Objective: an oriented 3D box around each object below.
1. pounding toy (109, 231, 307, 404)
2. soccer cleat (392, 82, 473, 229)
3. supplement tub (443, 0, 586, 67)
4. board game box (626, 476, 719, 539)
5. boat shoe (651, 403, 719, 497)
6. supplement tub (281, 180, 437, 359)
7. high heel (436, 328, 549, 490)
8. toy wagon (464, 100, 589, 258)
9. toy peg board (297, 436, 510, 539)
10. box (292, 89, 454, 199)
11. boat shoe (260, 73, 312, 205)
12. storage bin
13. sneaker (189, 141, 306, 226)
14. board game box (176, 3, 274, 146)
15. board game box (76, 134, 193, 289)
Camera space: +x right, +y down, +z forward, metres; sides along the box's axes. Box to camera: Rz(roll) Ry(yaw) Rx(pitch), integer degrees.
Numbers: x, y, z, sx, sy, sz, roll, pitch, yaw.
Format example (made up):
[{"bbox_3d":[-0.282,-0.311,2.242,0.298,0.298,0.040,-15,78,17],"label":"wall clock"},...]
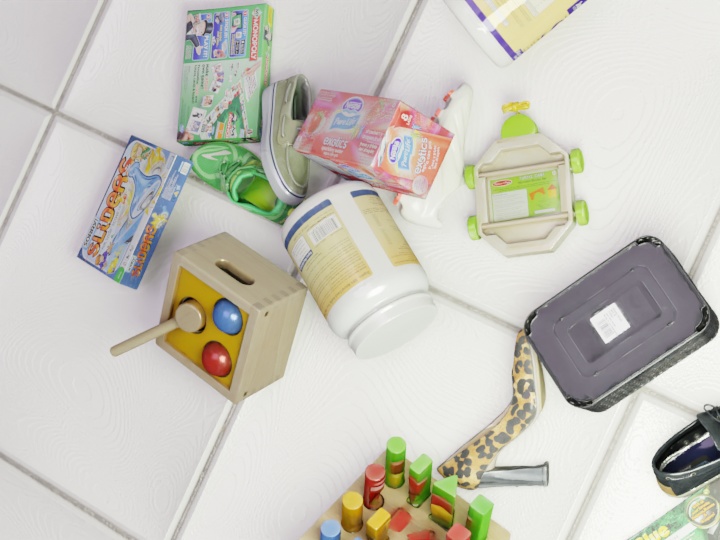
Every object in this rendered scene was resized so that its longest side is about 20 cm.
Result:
[{"bbox_3d":[-0.207,0.068,1.727,0.200,0.142,0.185,33,125,24],"label":"pounding toy"},{"bbox_3d":[0.113,-0.150,1.704,0.077,0.069,0.201,25,84,-3],"label":"soccer cleat"},{"bbox_3d":[0.214,-0.376,1.652,0.200,0.145,0.146,-39,68,12],"label":"supplement tub"},{"bbox_3d":[0.419,0.307,1.509,0.200,0.023,0.105,-38,70,13],"label":"board game box"},{"bbox_3d":[0.424,0.191,1.497,0.200,0.062,0.075,-37,43,13],"label":"boat shoe"},{"bbox_3d":[0.000,0.000,1.675,0.144,0.144,0.200,-35,69,13],"label":"supplement tub"},{"bbox_3d":[0.160,0.175,1.613,0.142,0.071,0.201,-3,88,16],"label":"high heel"},{"bbox_3d":[0.213,-0.119,1.664,0.154,0.040,0.201,-7,77,21],"label":"toy wagon"},{"bbox_3d":[0.051,0.315,1.567,0.200,0.098,0.199,32,55,25],"label":"toy peg board"},{"bbox_3d":[0.014,-0.167,1.674,0.200,0.102,0.095,19,84,57],"label":"box"},{"bbox_3d":[-0.096,-0.186,1.769,0.062,0.072,0.201,-29,56,34],"label":"boat shoe"},{"bbox_3d":[0.316,0.067,1.558,0.200,0.094,0.136,-36,69,13],"label":"storage bin"},{"bbox_3d":[-0.162,-0.130,1.800,0.200,0.084,0.074,29,93,25],"label":"sneaker"},{"bbox_3d":[-0.197,-0.284,1.873,0.134,0.029,0.201,0,80,22],"label":"board game box"},{"bbox_3d":[-0.328,-0.087,1.865,0.135,0.034,0.201,24,90,47],"label":"board game box"}]
